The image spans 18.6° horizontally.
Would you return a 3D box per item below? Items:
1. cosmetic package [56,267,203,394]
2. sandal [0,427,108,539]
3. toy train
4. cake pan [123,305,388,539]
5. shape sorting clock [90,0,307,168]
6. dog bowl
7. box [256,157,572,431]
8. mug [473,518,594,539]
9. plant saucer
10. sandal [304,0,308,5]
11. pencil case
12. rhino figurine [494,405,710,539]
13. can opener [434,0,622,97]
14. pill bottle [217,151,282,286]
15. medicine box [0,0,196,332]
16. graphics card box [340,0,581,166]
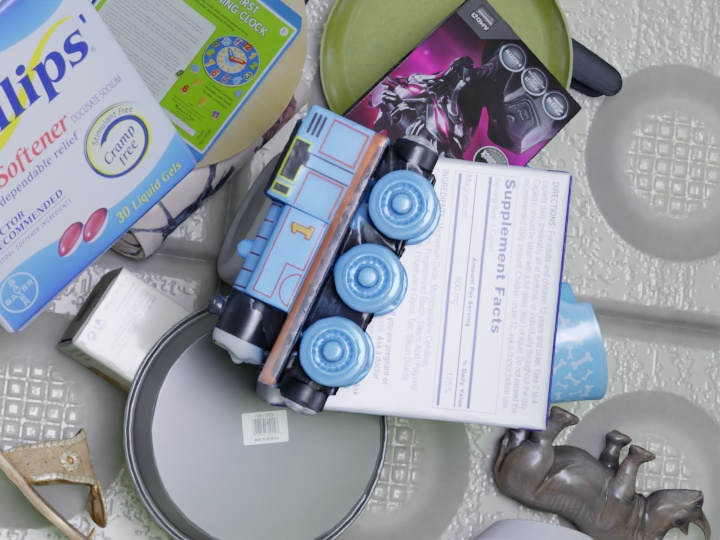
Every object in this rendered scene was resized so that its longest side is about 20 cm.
[{"bbox_3d":[-0.125,0.083,1.671,0.200,0.105,0.071,34,79,-9],"label":"cosmetic package"},{"bbox_3d":[-0.237,0.138,1.645,0.212,0.078,0.070,40,81,-4],"label":"sandal"},{"bbox_3d":[-0.023,-0.008,1.460,0.114,0.087,0.200,25,89,5],"label":"toy train"},{"bbox_3d":[-0.072,0.118,1.611,0.200,0.037,0.200,1,87,-15],"label":"cake pan"},{"bbox_3d":[-0.136,-0.173,1.628,0.200,0.039,0.200,-4,107,-14],"label":"shape sorting clock"},{"bbox_3d":[0.134,0.014,1.737,0.050,0.111,0.200,-16,75,-11],"label":"dog bowl"},{"bbox_3d":[0.036,0.011,1.558,0.200,0.105,0.184,6,88,-6],"label":"box"},{"bbox_3d":[0.134,0.284,1.729,0.149,0.187,0.153,6,72,17],"label":"mug"},{"bbox_3d":[0.068,-0.169,1.752,0.200,0.031,0.200,0,110,0],"label":"plant saucer"},{"bbox_3d":[-0.119,-0.188,1.676,0.200,0.075,0.048,-35,139,-5],"label":"sandal"},{"bbox_3d":[-0.136,-0.098,1.698,0.089,0.078,0.200,41,74,11],"label":"pencil case"},{"bbox_3d":[0.197,0.175,1.777,0.200,0.060,0.087,27,96,-13],"label":"rhino figurine"},{"bbox_3d":[0.129,-0.198,1.791,0.200,0.063,0.079,33,91,-12],"label":"can opener"},{"bbox_3d":[0.000,0.000,1.708,0.200,0.116,0.116,28,78,-12],"label":"pill bottle"},{"bbox_3d":[-0.244,-0.095,1.502,0.182,0.103,0.200,-44,129,-14],"label":"medicine box"},{"bbox_3d":[0.059,-0.102,1.668,0.125,0.051,0.200,48,64,-4],"label":"graphics card box"}]
